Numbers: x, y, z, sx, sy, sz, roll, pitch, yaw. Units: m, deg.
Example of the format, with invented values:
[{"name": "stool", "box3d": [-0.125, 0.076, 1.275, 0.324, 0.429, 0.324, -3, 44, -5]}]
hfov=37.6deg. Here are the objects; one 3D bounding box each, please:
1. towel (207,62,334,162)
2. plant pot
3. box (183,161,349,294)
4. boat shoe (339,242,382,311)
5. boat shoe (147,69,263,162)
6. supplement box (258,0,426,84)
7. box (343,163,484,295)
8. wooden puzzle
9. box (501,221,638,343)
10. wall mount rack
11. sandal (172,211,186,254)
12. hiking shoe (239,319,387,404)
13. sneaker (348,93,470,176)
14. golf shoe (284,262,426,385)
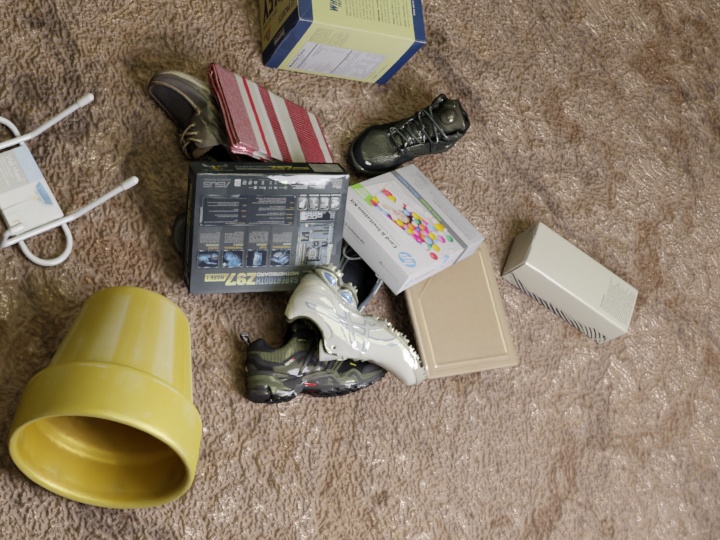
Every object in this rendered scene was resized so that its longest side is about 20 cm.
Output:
[{"name": "towel", "box3d": [-0.112, -0.184, 1.392, 0.199, 0.023, 0.146, 20, 41, -46]}, {"name": "plant pot", "box3d": [-0.267, 0.131, 1.167, 0.198, 0.201, 0.191, 21, 47, -19]}, {"name": "box", "box3d": [-0.118, -0.053, 1.319, 0.196, 0.051, 0.160, -2, 114, -20]}, {"name": "boat shoe", "box3d": [0.000, 0.000, 1.421, 0.075, 0.062, 0.201, 37, 58, -6]}, {"name": "boat shoe", "box3d": [-0.197, -0.180, 1.375, 0.199, 0.074, 0.074, 37, 59, -10]}, {"name": "supplement box", "box3d": [-0.032, -0.395, 1.505, 0.197, 0.134, 0.204, 3, 71, -27]}, {"name": "box", "box3d": [0.060, -0.061, 1.430, 0.156, 0.041, 0.199, 47, 38, 15]}, {"name": "wooden puzzle", "box3d": [0.131, 0.053, 1.478, 0.198, 0.037, 0.188, -2, 73, -42]}, {"name": "box", "box3d": [0.314, 0.020, 1.579, 0.199, 0.068, 0.083, 34, 59, -13]}, {"name": "wall mount rack", "box3d": [-0.374, -0.117, 1.256, 0.172, 0.074, 0.202, -27, 87, -33]}, {"name": "sandal", "box3d": [-0.145, -0.053, 1.365, 0.197, 0.043, 0.077, 6, 111, -22]}, {"name": "hiking shoe", "box3d": [-0.055, 0.109, 1.345, 0.197, 0.076, 0.103, -3, 77, -28]}, {"name": "sneaker", "box3d": [0.077, -0.198, 1.506, 0.197, 0.114, 0.077, -18, 79, -30]}, {"name": "golf shoe", "box3d": [-0.010, 0.089, 1.317, 0.200, 0.078, 0.097, 43, 71, -2]}]
